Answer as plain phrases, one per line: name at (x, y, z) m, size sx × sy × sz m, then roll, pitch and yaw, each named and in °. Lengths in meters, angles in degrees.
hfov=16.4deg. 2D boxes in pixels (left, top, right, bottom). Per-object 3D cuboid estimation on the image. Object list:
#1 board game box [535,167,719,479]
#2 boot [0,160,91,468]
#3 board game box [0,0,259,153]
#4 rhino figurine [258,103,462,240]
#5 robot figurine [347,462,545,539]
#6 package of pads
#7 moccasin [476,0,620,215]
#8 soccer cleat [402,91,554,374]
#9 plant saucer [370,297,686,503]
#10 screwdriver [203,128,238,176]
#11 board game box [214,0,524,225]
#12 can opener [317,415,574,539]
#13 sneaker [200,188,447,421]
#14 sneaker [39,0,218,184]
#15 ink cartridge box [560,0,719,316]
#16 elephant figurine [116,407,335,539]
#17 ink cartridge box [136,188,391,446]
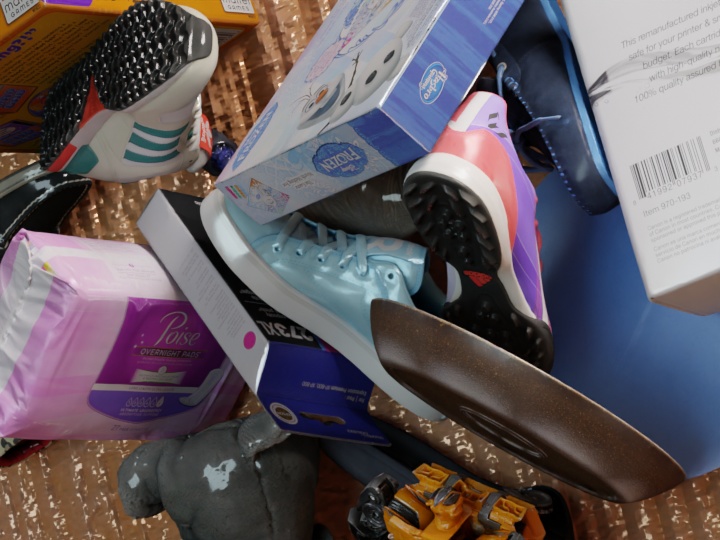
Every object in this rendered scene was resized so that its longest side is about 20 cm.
board game box at (0.173, 0.017, 1.415) m, size 0.200 × 0.039 × 0.158 m, roll 31°, pitch 104°, yaw 30°
boot at (-0.223, 0.027, 1.704) m, size 0.204 × 0.073 × 0.154 m, roll -40°, pitch 71°, yaw 36°
board game box at (-0.227, -0.207, 1.612) m, size 0.200 × 0.200 × 0.200 m, roll -29°, pitch 74°, yaw 34°
rhino figurine at (0.008, -0.060, 1.522) m, size 0.200 × 0.060 × 0.088 m, roll -8°, pitch 83°, yaw 42°
robot figurine at (0.066, 0.189, 1.425) m, size 0.145 × 0.058 × 0.200 m, roll 21°, pitch 141°, yaw 32°
package of pads at (-0.152, 0.043, 1.567) m, size 0.076 × 0.200 × 0.121 m, roll 43°, pitch 113°, yaw 34°
moccasin at (0.100, -0.096, 1.415) m, size 0.068 × 0.081 × 0.200 m, roll -29°, pitch 40°, yaw 11°
soccer cleat at (0.077, -0.011, 1.370) m, size 0.068 × 0.200 × 0.073 m, roll 13°, pitch 57°, yaw 27°
plant saucer at (0.085, 0.078, 1.382) m, size 0.200 × 0.200 × 0.032 m, roll 26°, pitch 82°, yaw 34°
screwdriver at (-0.076, -0.067, 1.549) m, size 0.029 × 0.028 × 0.200 m, roll 66°, pitch 167°, yaw -15°
board game box at (0.023, -0.130, 1.403) m, size 0.200 × 0.043 × 0.199 m, roll -58°, pitch 19°, yaw -25°
can opener at (0.049, 0.138, 1.498) m, size 0.200 × 0.063 × 0.079 m, roll 30°, pitch 110°, yaw 33°
sneaker at (0.000, 0.000, 1.496) m, size 0.200 × 0.074 × 0.082 m, roll 37°, pitch 114°, yaw -10°
sneaker at (-0.121, -0.104, 1.534) m, size 0.200 × 0.093 × 0.071 m, roll -31°, pitch 52°, yaw 52°
ink cartridge box at (0.203, -0.096, 1.333) m, size 0.145 × 0.083 × 0.201 m, roll -22°, pitch 72°, yaw 26°
elephant figurine at (-0.063, 0.194, 1.552) m, size 0.141 × 0.155 × 0.201 m, roll -14°, pitch 85°, yaw 20°
ink cartridge box at (-0.055, 0.028, 1.530) m, size 0.037 × 0.095 × 0.200 m, roll -54°, pitch 49°, yaw 23°
